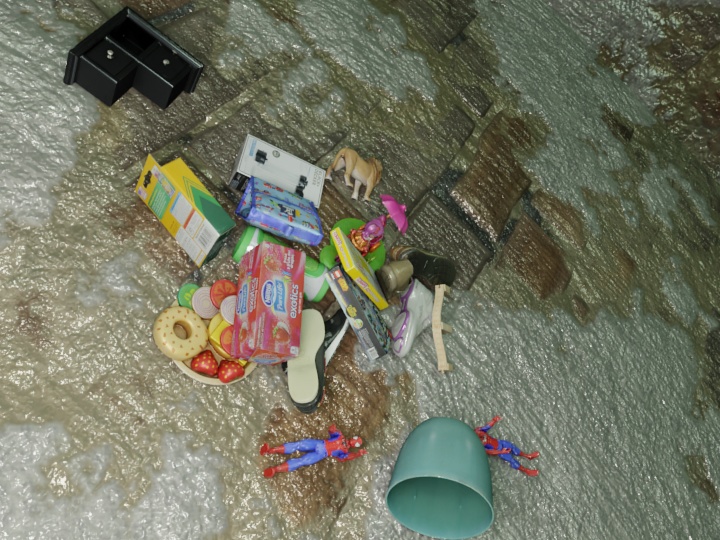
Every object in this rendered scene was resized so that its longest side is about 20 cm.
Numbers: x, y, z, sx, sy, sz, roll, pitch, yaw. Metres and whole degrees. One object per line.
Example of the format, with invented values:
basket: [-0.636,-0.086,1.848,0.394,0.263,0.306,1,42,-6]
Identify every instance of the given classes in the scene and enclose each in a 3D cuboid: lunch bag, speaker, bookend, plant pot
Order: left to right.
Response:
bookend: [-0.470,-0.413,1.310,0.198,0.092,0.201,36,50,-11]
lunch bag: [-0.162,-0.103,1.262,0.149,0.095,0.200,22,13,-21]
speaker: [-0.158,-0.012,1.283,0.198,0.088,0.089,29,51,-16]
plant pot: [0.157,0.382,1.193,0.199,0.201,0.162,33,38,-12]

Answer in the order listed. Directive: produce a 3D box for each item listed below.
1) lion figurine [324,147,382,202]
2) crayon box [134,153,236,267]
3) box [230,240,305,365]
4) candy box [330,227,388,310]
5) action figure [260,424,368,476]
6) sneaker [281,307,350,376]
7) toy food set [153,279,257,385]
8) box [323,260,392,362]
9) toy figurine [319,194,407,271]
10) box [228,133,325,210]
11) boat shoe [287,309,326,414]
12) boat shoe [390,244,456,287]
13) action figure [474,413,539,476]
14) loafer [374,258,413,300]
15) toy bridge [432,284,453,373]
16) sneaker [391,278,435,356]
lion figurine: [-0.009,-0.242,1.491,0.200,0.072,0.124,34,67,-59]
crayon box: [-0.337,-0.121,1.200,0.200,0.126,0.051,49,48,1]
box: [-0.168,0.062,1.144,0.094,0.099,0.203,16,65,-32]
candy box: [0.000,0.000,1.293,0.200,0.026,0.103,50,17,-56]
action figure: [-0.069,0.319,1.130,0.198,0.099,0.066,-1,64,-36]
sneaker: [-0.087,0.136,1.251,0.087,0.076,0.201,34,50,-5]
toy food set: [-0.268,0.111,1.160,0.199,0.049,0.199,39,49,-7]
box: [-0.001,0.076,1.291,0.202,0.039,0.137,62,11,-5]
toy figurine: [0.020,-0.085,1.379,0.199,0.184,0.151,-33,83,-41]
box: [-0.182,-0.206,1.399,0.198,0.060,0.118,24,52,-20]
boat shoe: [-0.100,0.166,1.166,0.072,0.064,0.204,-4,51,3]
boat shoe: [0.150,-0.017,1.494,0.199,0.076,0.074,25,6,-41]
action figure: [0.321,0.379,1.363,0.198,0.099,0.066,25,50,-16]
loafer: [0.076,0.018,1.355,0.067,0.200,0.077,-20,88,-5]
toy bridge: [0.184,0.130,1.415,0.067,0.027,0.203,26,60,-58]
sneaker: [0.128,0.112,1.405,0.099,0.075,0.202,33,51,-17]
